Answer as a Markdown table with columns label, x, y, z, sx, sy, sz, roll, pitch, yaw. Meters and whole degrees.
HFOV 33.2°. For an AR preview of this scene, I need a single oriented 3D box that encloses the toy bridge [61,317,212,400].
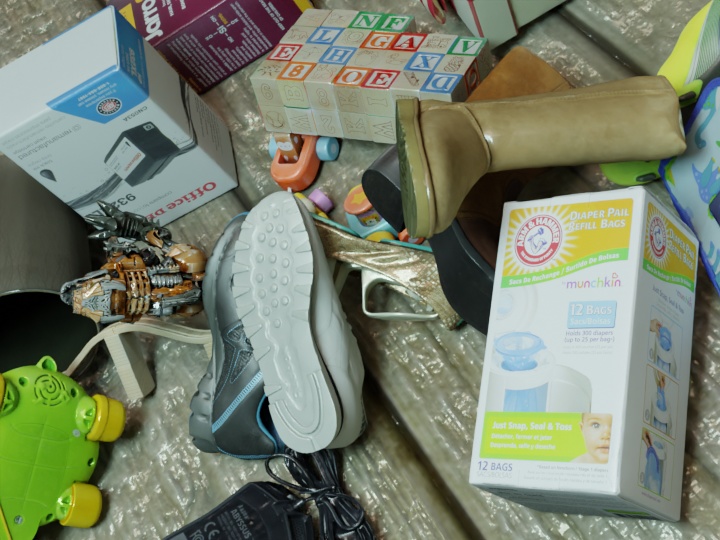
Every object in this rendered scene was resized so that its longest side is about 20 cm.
| label | x | y | z | sx | sy | sz | roll | pitch | yaw |
| --- | --- | --- | --- | --- | --- | --- | --- | --- | --- |
| toy bridge | -0.206 | 0.080 | 1.071 | 0.197 | 0.068 | 0.027 | -16 | 14 | 22 |

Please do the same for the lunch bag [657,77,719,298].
| label | x | y | z | sx | sy | sz | roll | pitch | yaw |
| --- | --- | --- | --- | --- | --- | --- | --- | --- | --- |
| lunch bag | 0.311 | -0.065 | 0.819 | 0.200 | 0.127 | 0.172 | -40 | 48 | 28 |

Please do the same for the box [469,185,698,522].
| label | x | y | z | sx | sy | sz | roll | pitch | yaw |
| --- | --- | --- | --- | --- | --- | --- | --- | --- | --- |
| box | 0.155 | 0.058 | 0.818 | 0.111 | 0.101 | 0.203 | -3 | 69 | 37 |

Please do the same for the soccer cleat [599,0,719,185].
| label | x | y | z | sx | sy | sz | roll | pitch | yaw |
| --- | --- | --- | --- | --- | --- | --- | --- | --- | --- |
| soccer cleat | 0.259 | -0.146 | 0.946 | 0.200 | 0.065 | 0.084 | -48 | 20 | 2 |

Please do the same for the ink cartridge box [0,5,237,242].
| label | x | y | z | sx | sy | sz | roll | pitch | yaw |
| --- | --- | --- | --- | --- | --- | --- | --- | --- | --- |
| ink cartridge box | -0.227 | -0.126 | 1.123 | 0.144 | 0.200 | 0.085 | -26 | 54 | 14 |

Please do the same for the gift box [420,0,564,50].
| label | x | y | z | sx | sy | sz | roll | pitch | yaw |
| --- | --- | --- | --- | --- | --- | --- | --- | --- | --- |
| gift box | 0.112 | -0.329 | 1.063 | 0.185 | 0.185 | 0.201 | -30 | 47 | 0 |

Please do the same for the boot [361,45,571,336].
| label | x | y | z | sx | sy | sz | roll | pitch | yaw |
| --- | --- | --- | --- | --- | --- | --- | --- | --- | --- |
| boot | 0.124 | -0.059 | 0.945 | 0.188 | 0.069 | 0.199 | 45 | 60 | 12 |

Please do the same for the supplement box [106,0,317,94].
| label | x | y | z | sx | sy | sz | roll | pitch | yaw |
| --- | --- | --- | --- | --- | --- | --- | --- | --- | --- |
| supplement box | -0.154 | -0.267 | 1.238 | 0.198 | 0.086 | 0.111 | -29 | 51 | 13 |

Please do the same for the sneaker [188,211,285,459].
| label | x | y | z | sx | sy | sz | roll | pitch | yaw |
| --- | --- | --- | --- | --- | --- | --- | --- | --- | --- |
| sneaker | -0.085 | 0.055 | 0.987 | 0.081 | 0.073 | 0.203 | 9 | 99 | 25 |

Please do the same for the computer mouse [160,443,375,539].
| label | x | y | z | sx | sy | sz | roll | pitch | yaw |
| --- | --- | --- | --- | --- | --- | --- | --- | --- | --- |
| computer mouse | -0.087 | 0.225 | 0.927 | 0.198 | 0.053 | 0.139 | -30 | 48 | -4 |

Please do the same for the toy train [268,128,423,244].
| label | x | y | z | sx | sy | sz | roll | pitch | yaw |
| --- | --- | --- | --- | --- | --- | --- | --- | --- | --- |
| toy train | -0.020 | -0.082 | 1.065 | 0.198 | 0.056 | 0.152 | 8 | 67 | 35 |

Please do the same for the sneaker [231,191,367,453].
| label | x | y | z | sx | sy | sz | roll | pitch | yaw |
| --- | --- | --- | --- | --- | --- | --- | --- | --- | --- |
| sneaker | -0.042 | 0.039 | 0.940 | 0.076 | 0.080 | 0.203 | -13 | 84 | 32 |

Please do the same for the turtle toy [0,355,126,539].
| label | x | y | z | sx | sy | sz | roll | pitch | yaw |
| --- | --- | --- | --- | --- | --- | --- | --- | --- | --- |
| turtle toy | -0.297 | 0.171 | 1.036 | 0.101 | 0.144 | 0.203 | 8 | 82 | 58 |

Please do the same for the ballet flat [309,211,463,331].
| label | x | y | z | sx | sy | sz | roll | pitch | yaw |
| --- | --- | --- | --- | --- | --- | --- | --- | --- | --- |
| ballet flat | 0.000 | 0.000 | 0.973 | 0.197 | 0.071 | 0.066 | 16 | 80 | 20 |

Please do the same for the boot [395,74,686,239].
| label | x | y | z | sx | sy | sz | roll | pitch | yaw |
| --- | --- | --- | --- | --- | --- | --- | --- | --- | --- |
| boot | 0.124 | -0.086 | 0.823 | 0.197 | 0.067 | 0.176 | -4 | 32 | 1 |

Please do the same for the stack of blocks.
| label | x | y | z | sx | sy | sz | roll | pitch | yaw |
| --- | --- | --- | --- | --- | --- | --- | --- | --- | --- |
| stack of blocks | 0.017 | -0.173 | 1.071 | 0.197 | 0.059 | 0.116 | 10 | 46 | 28 |

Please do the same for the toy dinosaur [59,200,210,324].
| label | x | y | z | sx | sy | sz | roll | pitch | yaw |
| --- | --- | --- | --- | --- | --- | --- | --- | --- | --- |
| toy dinosaur | -0.169 | 0.011 | 1.024 | 0.135 | 0.199 | 0.104 | 17 | 88 | 40 |

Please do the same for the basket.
| label | x | y | z | sx | sy | sz | roll | pitch | yaw |
| --- | --- | --- | --- | --- | --- | --- | --- | --- | --- |
| basket | -0.322 | -0.004 | 1.152 | 0.180 | 0.135 | 0.202 | -39 | 42 | 31 |
